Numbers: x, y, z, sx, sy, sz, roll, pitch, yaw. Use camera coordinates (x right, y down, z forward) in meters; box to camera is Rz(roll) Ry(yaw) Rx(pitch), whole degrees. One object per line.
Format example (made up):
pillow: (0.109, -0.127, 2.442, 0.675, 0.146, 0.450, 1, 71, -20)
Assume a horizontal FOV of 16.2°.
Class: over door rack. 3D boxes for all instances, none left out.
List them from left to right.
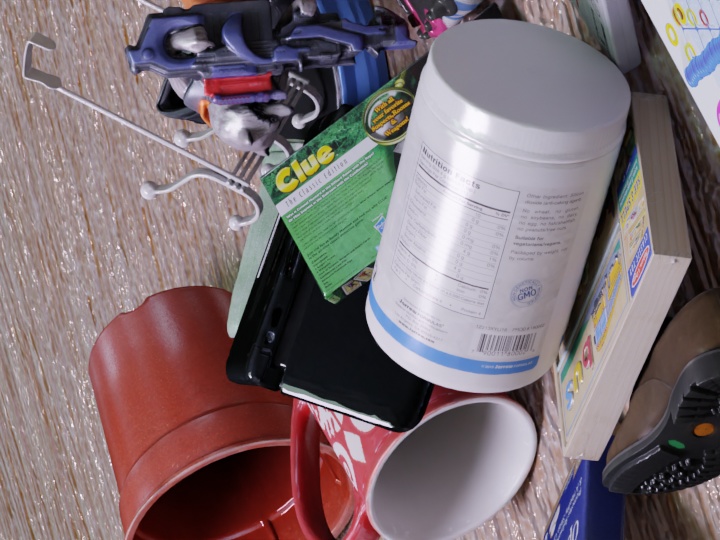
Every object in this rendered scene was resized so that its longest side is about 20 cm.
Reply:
over door rack: (-0.137, -0.127, 1.805, 0.199, 0.148, 0.067, 35, 131, -7)

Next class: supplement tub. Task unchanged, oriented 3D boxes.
supplement tub: (0.083, -0.038, 1.565, 0.132, 0.131, 0.201, 49, 136, 41)

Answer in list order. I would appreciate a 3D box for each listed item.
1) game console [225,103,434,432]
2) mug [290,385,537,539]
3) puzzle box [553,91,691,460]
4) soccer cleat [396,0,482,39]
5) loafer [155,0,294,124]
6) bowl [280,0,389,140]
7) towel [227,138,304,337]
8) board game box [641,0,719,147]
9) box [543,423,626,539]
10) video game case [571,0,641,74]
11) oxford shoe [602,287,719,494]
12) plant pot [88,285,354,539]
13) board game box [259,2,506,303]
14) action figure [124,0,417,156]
game console: (0.000, 0.000, 1.747, 0.176, 0.116, 0.201, 169, 121, -78)
mug: (0.004, 0.094, 1.817, 0.200, 0.177, 0.134, 54, 175, 43)
puzzle box: (0.156, 0.006, 1.565, 0.201, 0.025, 0.134, 107, 164, -47)
soccer cleat: (0.065, -0.199, 1.664, 0.070, 0.086, 0.200, 55, 178, -7)
loafer: (-0.101, -0.165, 1.897, 0.069, 0.070, 0.201, 68, 152, 17)
bowl: (-0.044, -0.153, 1.916, 0.200, 0.039, 0.202, 38, 136, 50)
towel: (-0.013, -0.027, 1.803, 0.199, 0.023, 0.154, -2, 70, 46)
board game box: (0.222, -0.183, 1.365, 0.201, 0.056, 0.196, 64, 152, 20)
box: (0.142, 0.210, 1.638, 0.122, 0.032, 0.201, 107, 172, -46)
video game case: (0.108, -0.229, 1.535, 0.201, 0.018, 0.143, 60, 179, 27)
oxford shoe: (0.198, 0.076, 1.552, 0.200, 0.072, 0.085, 119, 150, -55)
plant pot: (-0.126, 0.131, 2.077, 0.202, 0.199, 0.196, 105, 149, -45)
board game box: (0.036, -0.077, 1.672, 0.105, 0.199, 0.023, 60, -166, 24)
action figure: (-0.064, -0.171, 1.760, 0.105, 0.198, 0.195, 110, 162, -71)
